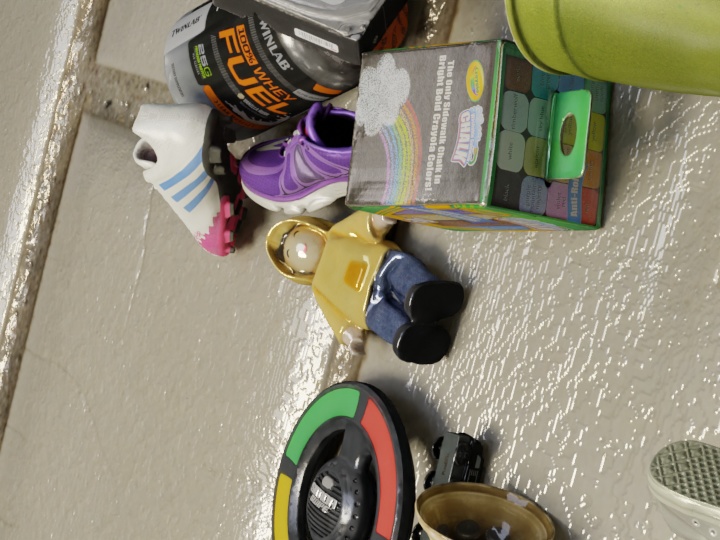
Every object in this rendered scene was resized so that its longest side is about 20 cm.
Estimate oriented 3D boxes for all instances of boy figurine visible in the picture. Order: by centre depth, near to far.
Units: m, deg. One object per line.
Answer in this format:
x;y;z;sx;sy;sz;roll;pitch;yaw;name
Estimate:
0.000;0.000;1.740;0.200;0.064;0.125;33;111;44;boy figurine

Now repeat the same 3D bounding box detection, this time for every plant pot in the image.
0.231;-0.197;1.428;0.193;0.200;0.201;26;103;36;plant pot

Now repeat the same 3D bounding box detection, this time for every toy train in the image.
0.058;0.221;1.647;0.034;0.046;0.201;15;92;44;toy train

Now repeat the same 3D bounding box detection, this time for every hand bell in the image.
0.075;0.270;1.609;0.104;0.104;0.201;35;122;46;hand bell

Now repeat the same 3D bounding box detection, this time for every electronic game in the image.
-0.016;0.187;1.721;0.200;0.042;0.201;-27;58;54;electronic game

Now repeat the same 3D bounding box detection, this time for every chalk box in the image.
0.103;-0.097;1.593;0.200;0.124;0.125;3;84;48;chalk box

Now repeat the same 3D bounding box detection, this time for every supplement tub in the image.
-0.061;-0.192;1.797;0.200;0.122;0.123;-23;67;45;supplement tub

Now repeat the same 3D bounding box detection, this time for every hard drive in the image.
-0.009;-0.263;1.696;0.139;0.038;0.200;25;62;20;hard drive

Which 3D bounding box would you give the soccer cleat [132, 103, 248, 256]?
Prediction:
-0.145;-0.082;1.839;0.086;0.200;0.070;11;61;9;soccer cleat

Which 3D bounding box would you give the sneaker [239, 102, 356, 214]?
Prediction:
-0.030;-0.103;1.762;0.200;0.083;0.081;-7;45;46;sneaker

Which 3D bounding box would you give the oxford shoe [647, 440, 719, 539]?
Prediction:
0.273;0.172;1.405;0.200;0.075;0.058;25;144;40;oxford shoe
